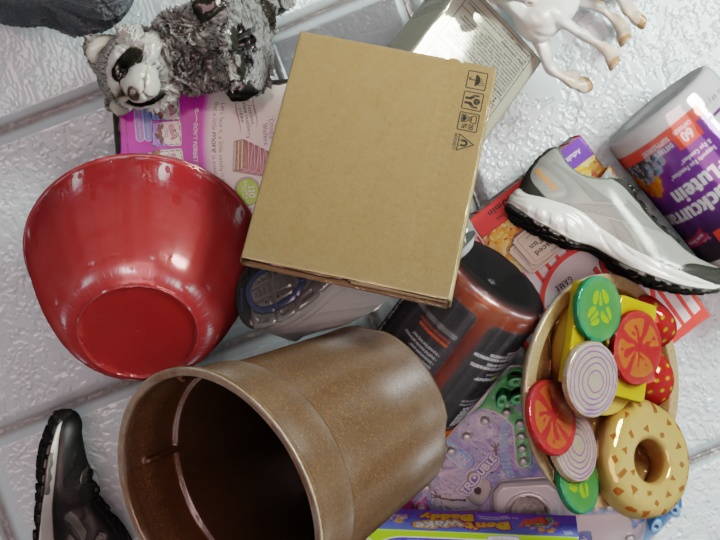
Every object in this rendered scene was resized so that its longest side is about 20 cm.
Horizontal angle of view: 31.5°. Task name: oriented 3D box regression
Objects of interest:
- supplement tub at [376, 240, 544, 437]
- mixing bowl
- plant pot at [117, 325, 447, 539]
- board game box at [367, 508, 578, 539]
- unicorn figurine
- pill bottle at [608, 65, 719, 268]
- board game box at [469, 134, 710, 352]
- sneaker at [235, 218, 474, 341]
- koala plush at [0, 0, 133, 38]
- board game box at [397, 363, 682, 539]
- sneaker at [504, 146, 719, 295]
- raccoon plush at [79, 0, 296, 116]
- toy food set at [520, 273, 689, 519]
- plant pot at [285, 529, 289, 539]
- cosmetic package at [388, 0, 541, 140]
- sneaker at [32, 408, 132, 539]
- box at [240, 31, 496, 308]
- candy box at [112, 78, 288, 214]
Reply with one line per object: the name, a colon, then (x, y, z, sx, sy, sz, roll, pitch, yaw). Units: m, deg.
supplement tub: (0.059, 0.076, 1.085, 0.107, 0.107, 0.200, 35, 114, -4)
mixing bowl: (-0.179, 0.016, 1.040, 0.199, 0.109, 0.201, -3, 127, -5)
plant pot: (-0.047, 0.140, 0.981, 0.200, 0.198, 0.201, 13, 113, 34)
board game box: (0.087, 0.281, 1.116, 0.199, 0.045, 0.135, 1, 104, 6)
unicorn figurine: (0.168, -0.224, 1.083, 0.137, 0.200, 0.074, 42, 124, -4)
pill bottle: (0.319, -0.068, 1.110, 0.111, 0.111, 0.200, -41, 93, -1)
board game box: (0.190, 0.005, 1.138, 0.151, 0.046, 0.200, -38, 94, -1)
sneaker: (0.000, 0.000, 1.030, 0.199, 0.087, 0.075, -20, 64, 14)
koala plush: (-0.240, -0.312, 1.041, 0.183, 0.177, 0.201, 16, 74, 15)
board game box: (0.149, 0.217, 1.132, 0.200, 0.026, 0.200, 39, 104, -4)
sneaker: (0.225, -0.037, 1.080, 0.200, 0.074, 0.080, 27, 85, -4)
raccoon plush: (-0.139, -0.186, 1.071, 0.133, 0.200, 0.097, -8, 105, 21)
toy food set: (0.204, 0.102, 1.052, 0.197, 0.049, 0.201, 16, 80, -37)
plant pot: (-0.089, 0.333, 1.083, 0.186, 0.186, 0.200, -34, 112, -1)
cosmetic package: (0.051, -0.134, 1.077, 0.105, 0.071, 0.200, 44, 72, -19)
sneaker: (-0.242, 0.219, 1.121, 0.087, 0.076, 0.201, 3, 96, -18)
box: (0.009, -0.082, 0.988, 0.163, 0.021, 0.201, 11, 71, 4)
candy box: (-0.109, -0.093, 1.111, 0.199, 0.061, 0.137, -4, 92, -2)
